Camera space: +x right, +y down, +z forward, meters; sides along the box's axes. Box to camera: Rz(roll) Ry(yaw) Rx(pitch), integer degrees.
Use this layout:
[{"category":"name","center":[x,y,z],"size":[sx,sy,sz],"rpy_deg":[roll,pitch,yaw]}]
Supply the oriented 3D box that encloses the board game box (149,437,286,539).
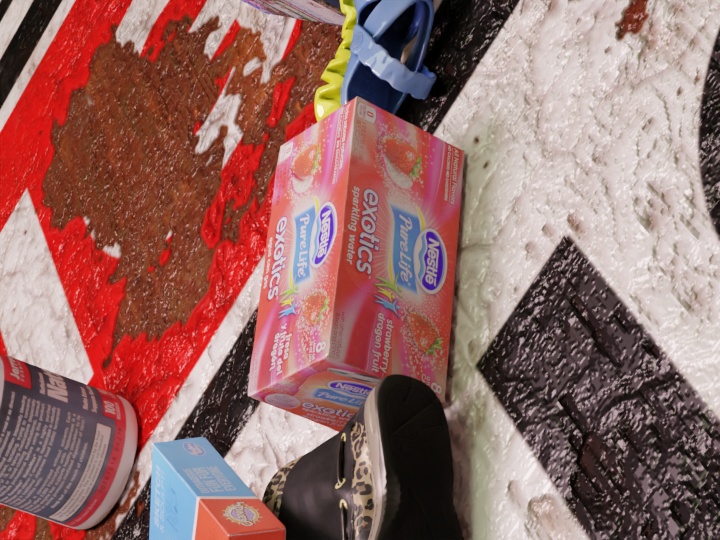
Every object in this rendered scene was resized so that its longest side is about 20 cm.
[{"category":"board game box","center":[-0.101,0.234,1.333],"size":[0.153,0.040,0.201],"rpy_deg":[-144,54,-60]}]

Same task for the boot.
[{"category":"boot","center":[-0.005,0.182,1.262],"size":[0.151,0.073,0.200],"rpy_deg":[-37,48,48]}]

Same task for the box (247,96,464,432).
[{"category":"box","center":[0.000,0.000,1.350],"size":[0.095,0.102,0.200],"rpy_deg":[-28,46,47]}]

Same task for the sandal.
[{"category":"sandal","center":[0.025,-0.190,1.472],"size":[0.087,0.079,0.201],"rpy_deg":[-14,66,50]}]

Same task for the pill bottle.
[{"category":"pill bottle","center":[-0.296,0.131,1.634],"size":[0.120,0.200,0.120],"rpy_deg":[-36,42,41]}]

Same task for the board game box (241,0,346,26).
[{"category":"board game box","center":[-0.076,-0.274,1.598],"size":[0.200,0.159,0.097],"rpy_deg":[22,88,60]}]
